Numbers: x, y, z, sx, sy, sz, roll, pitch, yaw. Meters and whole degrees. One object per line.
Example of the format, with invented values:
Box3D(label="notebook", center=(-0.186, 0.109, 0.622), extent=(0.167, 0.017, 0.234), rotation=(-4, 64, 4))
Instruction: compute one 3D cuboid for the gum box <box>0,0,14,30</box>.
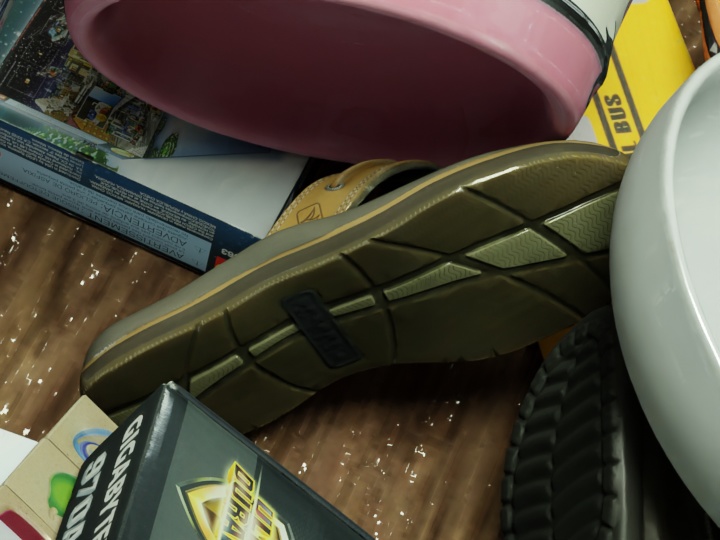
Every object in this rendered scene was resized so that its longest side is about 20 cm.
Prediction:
Box3D(label="gum box", center=(-0.160, -0.055, 0.791), extent=(0.066, 0.200, 0.114), rotation=(26, 50, -7))

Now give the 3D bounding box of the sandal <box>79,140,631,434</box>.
Box3D(label="sandal", center=(0.000, 0.000, 0.833), extent=(0.199, 0.082, 0.055), rotation=(-23, 46, 11))

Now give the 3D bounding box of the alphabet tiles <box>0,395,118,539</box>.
Box3D(label="alphabet tiles", center=(-0.040, 0.140, 0.732), extent=(0.200, 0.008, 0.167), rotation=(45, 25, -4))

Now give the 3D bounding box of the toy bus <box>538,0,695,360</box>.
Box3D(label="toy bus", center=(0.083, -0.054, 0.919), extent=(0.078, 0.065, 0.201), rotation=(-8, 59, -15))

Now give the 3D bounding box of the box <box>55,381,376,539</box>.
Box3D(label="box", center=(-0.022, 0.140, 0.695), extent=(0.159, 0.046, 0.200), rotation=(39, 26, -15))

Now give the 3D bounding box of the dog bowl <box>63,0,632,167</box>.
Box3D(label="dog bowl", center=(-0.006, -0.093, 0.810), extent=(0.199, 0.200, 0.074), rotation=(12, 77, -4))

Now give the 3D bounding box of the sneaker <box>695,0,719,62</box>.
Box3D(label="sneaker", center=(0.203, -0.071, 0.922), extent=(0.200, 0.078, 0.112), rotation=(25, 37, -32))

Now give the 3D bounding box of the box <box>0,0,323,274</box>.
Box3D(label="box", center=(-0.060, -0.101, 0.936), extent=(0.136, 0.038, 0.200), rotation=(24, 55, 5))

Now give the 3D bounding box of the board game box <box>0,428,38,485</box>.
Box3D(label="board game box", center=(-0.175, 0.097, 0.723), extent=(0.198, 0.044, 0.200), rotation=(19, 29, -3))

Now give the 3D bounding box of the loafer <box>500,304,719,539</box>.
Box3D(label="loafer", center=(0.094, 0.110, 0.807), extent=(0.071, 0.073, 0.201), rotation=(7, 71, -27))

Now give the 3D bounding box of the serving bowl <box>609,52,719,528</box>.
Box3D(label="serving bowl", center=(0.149, 0.029, 0.797), extent=(0.200, 0.066, 0.201), rotation=(24, 48, -29))
